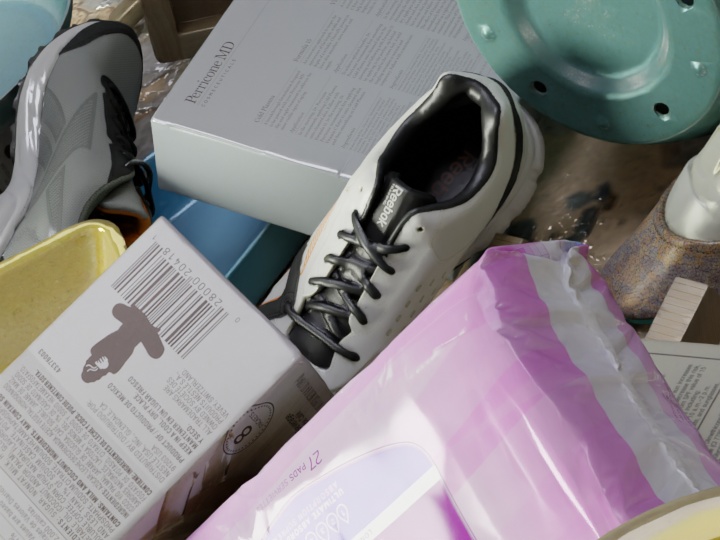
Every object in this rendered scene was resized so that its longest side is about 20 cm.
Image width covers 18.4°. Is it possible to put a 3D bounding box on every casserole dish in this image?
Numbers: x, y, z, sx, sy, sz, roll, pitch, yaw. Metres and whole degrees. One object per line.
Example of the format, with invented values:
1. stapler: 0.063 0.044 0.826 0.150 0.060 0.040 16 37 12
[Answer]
1. casserole dish: -0.093 0.005 1.045 0.121 0.039 0.200 6 48 41

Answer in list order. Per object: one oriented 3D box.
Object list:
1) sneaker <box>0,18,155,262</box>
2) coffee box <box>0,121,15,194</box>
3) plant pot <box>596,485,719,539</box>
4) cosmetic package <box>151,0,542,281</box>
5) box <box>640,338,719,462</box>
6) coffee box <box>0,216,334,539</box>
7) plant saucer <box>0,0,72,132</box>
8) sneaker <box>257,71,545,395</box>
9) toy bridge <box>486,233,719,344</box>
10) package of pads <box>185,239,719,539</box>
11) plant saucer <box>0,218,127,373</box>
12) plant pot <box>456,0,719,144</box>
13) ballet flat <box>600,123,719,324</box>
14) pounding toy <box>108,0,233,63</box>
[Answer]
1. sneaker: -0.127 -0.042 1.045 0.079 0.074 0.201 -6 45 18
2. coffee box: -0.235 -0.038 1.167 0.200 0.080 0.113 -38 35 -13
3. plant pot: 0.120 0.160 0.548 0.200 0.189 0.201 -20 34 14
4. cosmetic package: 0.013 -0.099 1.042 0.150 0.052 0.200 19 51 15
5. box: 0.106 0.081 0.759 0.199 0.078 0.095 5 47 40
6. coffee box: -0.103 0.092 0.787 0.200 0.114 0.080 -45 68 -5
7. plant saucer: -0.232 -0.094 1.141 0.199 0.028 0.201 -20 34 14
8. sneaker: 0.000 0.000 0.903 0.073 0.080 0.201 31 83 15
9. toy bridge: 0.118 0.038 0.843 0.199 0.027 0.067 17 70 41
10. package of pads: 0.025 0.097 0.703 0.200 0.075 0.121 -45 62 29
11. plant saucer: -0.147 0.109 0.881 0.199 0.048 0.201 -26 64 2
12. plant pot: 0.130 -0.148 0.921 0.200 0.201 0.161 4 41 40
13. ballet flat: 0.179 -0.040 0.874 0.199 0.067 0.068 -20 37 14
14. pounding toy: -0.065 -0.205 1.195 0.183 0.201 0.143 -12 34 -1
